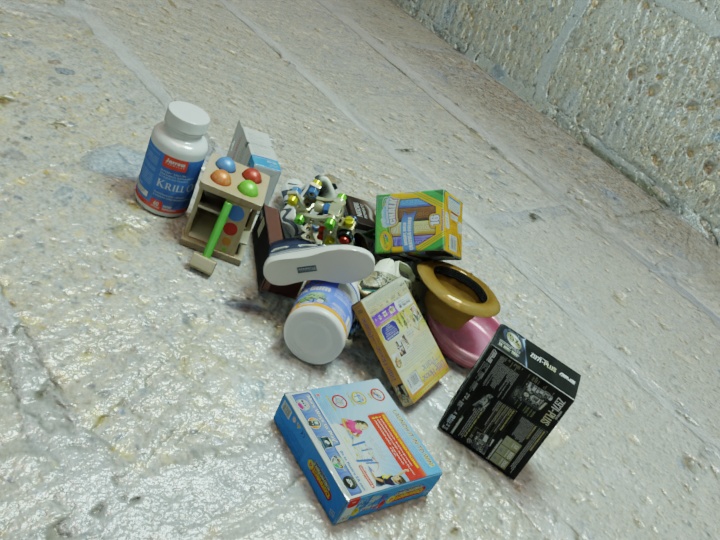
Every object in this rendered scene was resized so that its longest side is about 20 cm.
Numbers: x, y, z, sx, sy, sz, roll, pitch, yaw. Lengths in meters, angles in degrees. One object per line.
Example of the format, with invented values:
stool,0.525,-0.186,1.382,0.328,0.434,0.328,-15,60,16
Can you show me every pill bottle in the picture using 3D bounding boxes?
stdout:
pill bottle,-0.358,-0.216,1.439,0.110,0.202,0.113,19,31,-12
pill bottle,-0.062,0.067,1.345,0.110,0.113,0.201,26,30,-3

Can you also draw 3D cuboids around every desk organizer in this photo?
desk organizer,-0.161,-0.039,1.468,0.076,0.072,0.202,16,32,-24

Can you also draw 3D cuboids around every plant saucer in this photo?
plant saucer,0.220,0.134,1.538,0.197,0.051,0.202,20,32,-13

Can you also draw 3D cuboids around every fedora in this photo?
fedora,0.184,0.057,1.493,0.197,0.083,0.202,21,23,-9

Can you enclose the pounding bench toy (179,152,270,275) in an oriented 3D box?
pounding bench toy,-0.256,-0.104,1.400,0.122,0.158,0.202,20,31,-12

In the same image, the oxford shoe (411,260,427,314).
oxford shoe,0.149,-0.005,1.613,0.074,0.058,0.204,18,63,-21

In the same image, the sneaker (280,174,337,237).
sneaker,-0.104,-0.163,1.615,0.080,0.128,0.200,56,14,-22

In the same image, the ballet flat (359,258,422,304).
ballet flat,0.063,0.017,1.475,0.067,0.077,0.198,7,-6,36

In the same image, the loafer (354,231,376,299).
loafer,0.000,0.000,1.531,0.075,0.068,0.202,3,45,-35

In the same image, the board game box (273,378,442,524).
board game box,-0.005,0.268,1.146,0.193,0.057,0.201,-1,41,-40

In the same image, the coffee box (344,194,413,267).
coffee box,0.047,-0.087,1.698,0.196,0.081,0.114,14,33,-23

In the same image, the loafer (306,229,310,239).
loafer,-0.084,-0.063,1.562,0.072,0.073,0.201,24,30,-5

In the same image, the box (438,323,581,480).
box,0.253,0.224,1.278,0.162,0.202,0.086,32,30,10

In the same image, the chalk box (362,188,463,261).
chalk box,0.103,-0.089,1.554,0.196,0.127,0.124,-1,-8,25

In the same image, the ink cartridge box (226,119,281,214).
ink cartridge box,-0.239,-0.231,1.646,0.065,0.117,0.202,10,35,-27

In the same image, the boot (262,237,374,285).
boot,-0.073,-0.027,1.322,0.195,0.074,0.091,-2,31,0

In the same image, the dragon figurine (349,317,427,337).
dragon figurine,0.061,0.097,1.453,0.099,0.060,0.198,41,34,21

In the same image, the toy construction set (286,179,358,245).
toy construction set,-0.070,-0.081,1.377,0.128,0.201,0.094,18,71,5

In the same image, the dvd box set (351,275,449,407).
dvd box set,0.076,0.124,1.353,0.146,0.029,0.203,-29,91,-51
